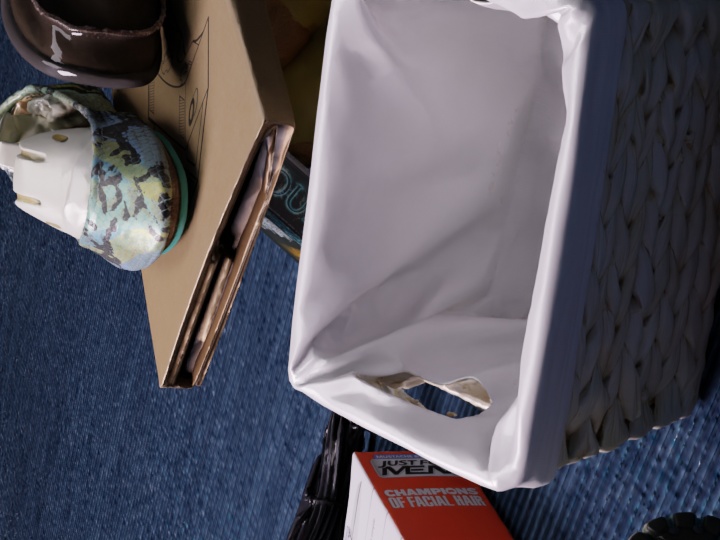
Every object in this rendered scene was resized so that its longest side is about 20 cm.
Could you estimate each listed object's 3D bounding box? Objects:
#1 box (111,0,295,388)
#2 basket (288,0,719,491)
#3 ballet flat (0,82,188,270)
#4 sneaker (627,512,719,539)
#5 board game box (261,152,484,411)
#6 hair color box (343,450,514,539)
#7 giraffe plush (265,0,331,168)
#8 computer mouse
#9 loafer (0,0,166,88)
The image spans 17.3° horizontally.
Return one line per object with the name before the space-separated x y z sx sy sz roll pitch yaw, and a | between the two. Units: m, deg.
box | -0.075 -0.073 1.068 0.200 0.021 0.164 -104 27 -43
basket | 0.067 -0.032 0.949 0.136 0.123 0.200 24 113 40
ballet flat | -0.134 -0.045 1.093 0.200 0.074 0.074 -147 60 -69
sneaker | 0.130 0.200 0.908 0.086 0.078 0.200 101 171 -67
board game box | 0.000 0.000 1.138 0.028 0.200 0.135 -50 22 -5
hair color box | 0.044 0.183 1.175 0.200 0.064 0.111 -124 38 -60
giraffe plush | 0.050 -0.113 1.082 0.200 0.173 0.162 -54 32 -2
computer mouse | -0.018 0.163 1.347 0.200 0.053 0.139 108 -179 -69
loafer | -0.127 -0.162 1.087 0.200 0.073 0.071 -104 25 -43
